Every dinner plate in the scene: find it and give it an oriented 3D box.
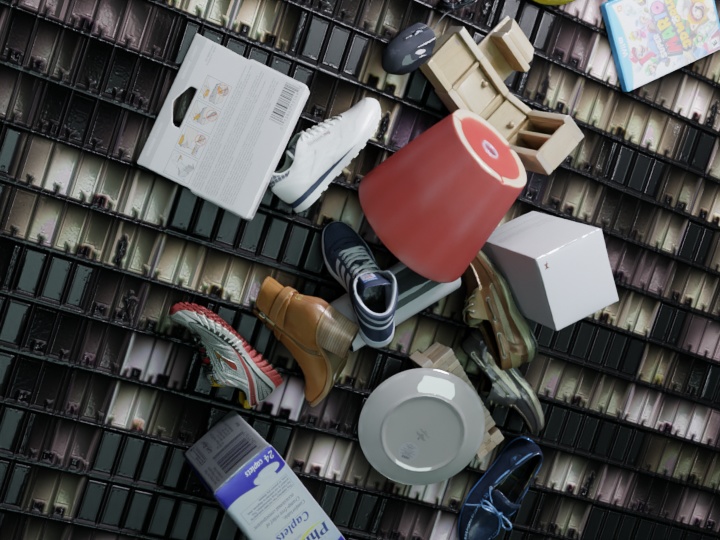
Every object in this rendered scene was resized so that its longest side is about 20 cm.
[{"bbox_3d":[0.095,0.245,1.798,0.196,0.024,0.204,-1,112,-2],"label":"dinner plate"}]

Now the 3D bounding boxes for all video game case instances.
[{"bbox_3d":[0.484,-0.390,1.876,0.198,0.018,0.145,-25,108,-16],"label":"video game case"}]

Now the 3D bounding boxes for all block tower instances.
[{"bbox_3d":[0.154,0.203,1.834,0.058,0.054,0.201,-38,111,-12],"label":"block tower"}]

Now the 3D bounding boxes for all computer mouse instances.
[{"bbox_3d":[0.105,-0.360,1.708,0.200,0.058,0.034,-46,145,-9],"label":"computer mouse"}]

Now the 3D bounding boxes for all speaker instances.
[{"bbox_3d":[0.048,0.039,1.748,0.198,0.081,0.082,-30,109,-14],"label":"speaker"}]

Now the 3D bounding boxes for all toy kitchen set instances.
[{"bbox_3d":[0.226,-0.277,1.705,0.163,0.180,0.200,-46,115,-9],"label":"toy kitchen set"}]

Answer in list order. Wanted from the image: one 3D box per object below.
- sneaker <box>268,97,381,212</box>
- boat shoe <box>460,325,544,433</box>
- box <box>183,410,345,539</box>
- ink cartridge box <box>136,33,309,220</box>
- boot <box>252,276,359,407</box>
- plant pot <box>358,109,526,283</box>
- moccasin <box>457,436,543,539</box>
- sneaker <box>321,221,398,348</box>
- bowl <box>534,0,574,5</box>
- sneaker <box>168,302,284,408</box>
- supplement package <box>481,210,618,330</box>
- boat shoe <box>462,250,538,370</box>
[{"bbox_3d":[-0.051,-0.179,1.676,0.080,0.076,0.201,43,81,-13],"label":"sneaker"},{"bbox_3d":[0.220,0.176,1.853,0.073,0.074,0.202,-31,101,-3],"label":"boat shoe"},{"bbox_3d":[-0.138,0.324,1.669,0.105,0.184,0.201,-40,111,-11],"label":"box"},{"bbox_3d":[-0.189,-0.198,1.630,0.174,0.045,0.203,26,90,1],"label":"ink cartridge box"},{"bbox_3d":[-0.094,0.104,1.697,0.154,0.201,0.077,29,55,6],"label":"boot"},{"bbox_3d":[0.126,-0.114,1.655,0.199,0.202,0.177,33,120,-23],"label":"plant pot"},{"bbox_3d":[0.222,0.359,1.881,0.080,0.068,0.202,29,89,-23],"label":"moccasin"},{"bbox_3d":[0.000,0.000,1.660,0.069,0.109,0.202,-20,68,-10],"label":"sneaker"},{"bbox_3d":[0.312,-0.498,1.739,0.197,0.107,0.204,-4,102,-20],"label":"bowl"},{"bbox_3d":[-0.198,0.122,1.666,0.082,0.078,0.200,-47,112,-6],"label":"sneaker"},{"bbox_3d":[0.276,-0.004,1.765,0.115,0.200,0.119,-23,107,-15],"label":"supplement package"},{"bbox_3d":[0.193,0.058,1.776,0.073,0.076,0.202,-26,77,-15],"label":"boat shoe"}]
